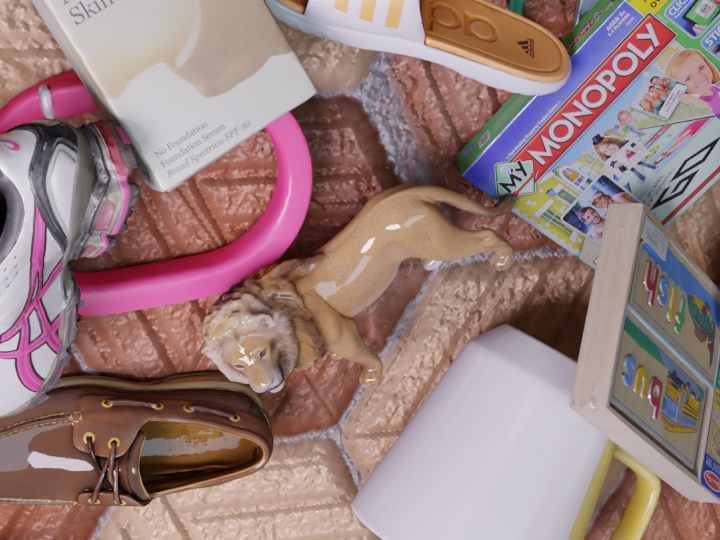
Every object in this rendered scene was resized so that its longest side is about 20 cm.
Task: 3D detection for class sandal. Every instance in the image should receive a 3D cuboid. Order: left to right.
[{"bbox_3d":[0.034,-0.162,0.827,0.205,0.080,0.059,14,136,-15],"label":"sandal"}]

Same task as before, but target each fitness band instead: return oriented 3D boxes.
[{"bbox_3d":[-0.125,-0.048,0.853,0.198,0.037,0.145,-10,113,-15],"label":"fitness band"}]

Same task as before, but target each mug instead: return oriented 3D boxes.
[{"bbox_3d":[0.101,0.126,0.959,0.154,0.149,0.186,-62,150,0],"label":"mug"}]

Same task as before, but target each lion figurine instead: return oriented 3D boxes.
[{"bbox_3d":[0.000,0.000,0.880,0.200,0.072,0.122,-47,136,0],"label":"lion figurine"}]

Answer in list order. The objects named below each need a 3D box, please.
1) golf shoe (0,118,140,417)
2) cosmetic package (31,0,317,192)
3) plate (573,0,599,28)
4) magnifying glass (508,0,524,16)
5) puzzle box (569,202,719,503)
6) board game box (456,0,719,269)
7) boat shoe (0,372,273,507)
[{"bbox_3d":[-0.189,0.001,0.769,0.091,0.073,0.201,-5,135,-38],"label":"golf shoe"},{"bbox_3d":[-0.119,-0.153,0.769,0.105,0.071,0.201,-35,105,-9],"label":"cosmetic package"},{"bbox_3d":[0.231,-0.156,0.947,0.198,0.026,0.202,-7,112,-18],"label":"plate"},{"bbox_3d":[0.149,-0.114,0.924,0.079,0.022,0.201,-13,125,16],"label":"magnifying glass"},{"bbox_3d":[0.197,0.059,0.941,0.200,0.025,0.134,36,62,-49],"label":"puzzle box"},{"bbox_3d":[0.174,-0.099,0.904,0.134,0.029,0.200,31,118,-23],"label":"board game box"},{"bbox_3d":[-0.148,0.106,0.885,0.198,0.068,0.073,-6,112,-18],"label":"boat shoe"}]
